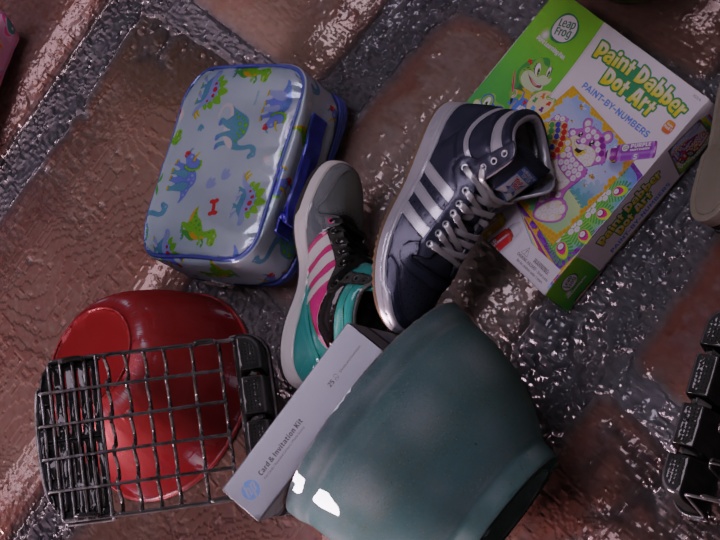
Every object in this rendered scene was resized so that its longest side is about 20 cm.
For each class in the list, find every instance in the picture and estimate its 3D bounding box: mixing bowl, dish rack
[{"bbox_3d":[-0.205,0.095,1.602,0.200,0.108,0.201,-18,58,31],"label":"mixing bowl"},{"bbox_3d":[-0.166,0.133,1.485,0.199,0.055,0.154,-7,76,-4],"label":"dish rack"},{"bbox_3d":[0.307,0.108,1.221,0.200,0.055,0.154,9,76,39],"label":"dish rack"}]

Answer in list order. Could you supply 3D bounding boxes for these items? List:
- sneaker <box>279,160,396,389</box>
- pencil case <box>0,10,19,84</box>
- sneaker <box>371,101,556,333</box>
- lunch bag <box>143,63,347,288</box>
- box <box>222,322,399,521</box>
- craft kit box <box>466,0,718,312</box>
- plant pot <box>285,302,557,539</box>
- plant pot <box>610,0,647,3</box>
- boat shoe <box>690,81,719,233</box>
[{"bbox_3d":[0.000,0.000,1.497,0.120,0.083,0.201,-5,73,43],"label":"sneaker"},{"bbox_3d":[-0.426,-0.185,1.940,0.087,0.087,0.201,-9,64,36],"label":"pencil case"},{"bbox_3d":[0.084,-0.043,1.407,0.108,0.070,0.201,4,68,42],"label":"sneaker"},{"bbox_3d":[-0.103,-0.085,1.626,0.160,0.082,0.201,2,70,41],"label":"lunch bag"},{"bbox_3d":[-0.016,0.117,1.381,0.041,0.200,0.156,38,95,15],"label":"box"},{"bbox_3d":[0.164,-0.100,1.447,0.198,0.048,0.200,-49,47,5],"label":"craft kit box"},{"bbox_3d":[0.060,0.144,1.326,0.134,0.200,0.200,39,95,16],"label":"plant pot"},{"bbox_3d":[0.189,-0.307,1.425,0.200,0.184,0.201,-12,67,30],"label":"plant pot"},{"bbox_3d":[0.305,-0.114,1.337,0.073,0.063,0.201,-13,53,65],"label":"boat shoe"}]
